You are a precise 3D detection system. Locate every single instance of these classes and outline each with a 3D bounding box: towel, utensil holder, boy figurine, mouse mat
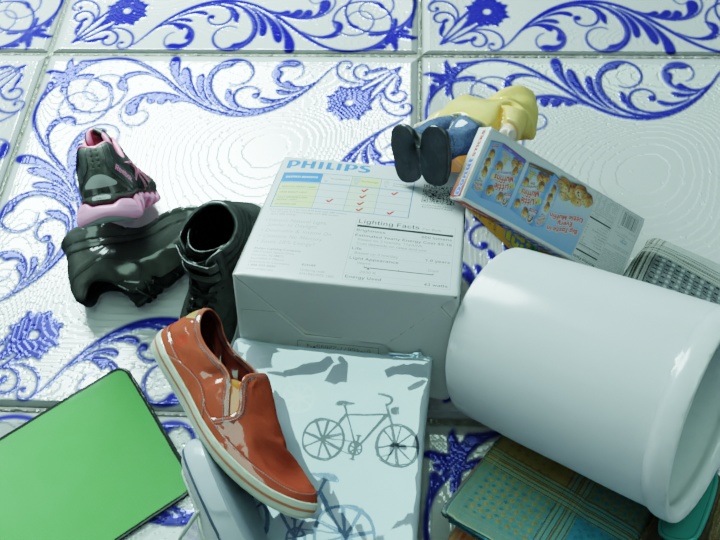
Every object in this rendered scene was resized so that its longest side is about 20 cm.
[{"bbox_3d":[0.181,0.187,0.718,0.146,0.022,0.200,30,46,23],"label":"towel"},{"bbox_3d":[0.194,0.084,0.681,0.199,0.171,0.170,20,58,38],"label":"utensil holder"},{"bbox_3d":[0.347,0.042,0.787,0.199,0.035,0.192,31,31,18],"label":"towel"},{"bbox_3d":[0.113,-0.143,0.837,0.123,0.065,0.199,10,25,39],"label":"boy figurine"},{"bbox_3d":[-0.276,0.199,0.781,0.199,0.008,0.161,-32,62,-15],"label":"mouse mat"}]

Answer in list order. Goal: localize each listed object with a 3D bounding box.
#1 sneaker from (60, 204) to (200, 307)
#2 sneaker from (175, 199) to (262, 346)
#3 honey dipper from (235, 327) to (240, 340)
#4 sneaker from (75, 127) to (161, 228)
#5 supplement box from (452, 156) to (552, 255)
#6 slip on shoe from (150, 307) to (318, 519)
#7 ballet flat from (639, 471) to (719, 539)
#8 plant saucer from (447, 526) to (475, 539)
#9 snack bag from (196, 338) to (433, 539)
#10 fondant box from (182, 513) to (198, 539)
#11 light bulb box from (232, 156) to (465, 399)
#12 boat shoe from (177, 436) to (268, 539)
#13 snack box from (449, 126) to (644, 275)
[{"bbox_3d":[-0.217,-0.010,0.882,0.198,0.076,0.092,-12,67,3],"label":"sneaker"},{"bbox_3d":[-0.154,0.019,0.803,0.070,0.099,0.202,19,87,19],"label":"sneaker"},{"bbox_3d":[-0.049,0.094,0.825,0.198,0.038,0.038,20,60,19],"label":"honey dipper"},{"bbox_3d":[-0.262,-0.105,0.873,0.078,0.200,0.096,-15,103,-8],"label":"sneaker"},{"bbox_3d":[0.180,-0.063,0.893,0.069,0.067,0.200,-35,62,-18],"label":"supplement box"},{"bbox_3d":[-0.095,0.112,0.664,0.061,0.074,0.200,-43,68,8],"label":"slip on shoe"},{"bbox_3d":[0.244,0.238,0.651,0.067,0.073,0.200,0,27,38],"label":"ballet flat"},{"bbox_3d":[0.159,0.282,0.692,0.198,0.038,0.202,-1,57,1],"label":"plant saucer"},{"bbox_3d":[-0.039,0.159,0.694,0.186,0.021,0.202,4,73,8],"label":"snack bag"},{"bbox_3d":[-0.052,0.201,0.740,0.143,0.058,0.201,22,60,16],"label":"fondant box"},{"bbox_3d":[0.000,0.000,0.793,0.196,0.126,0.201,6,38,6],"label":"light bulb box"},{"bbox_3d":[-0.109,0.235,0.635,0.085,0.075,0.203,-28,81,1],"label":"boat shoe"},{"bbox_3d":[0.181,-0.058,0.782,0.199,0.024,0.073,25,88,-23],"label":"snack box"}]
